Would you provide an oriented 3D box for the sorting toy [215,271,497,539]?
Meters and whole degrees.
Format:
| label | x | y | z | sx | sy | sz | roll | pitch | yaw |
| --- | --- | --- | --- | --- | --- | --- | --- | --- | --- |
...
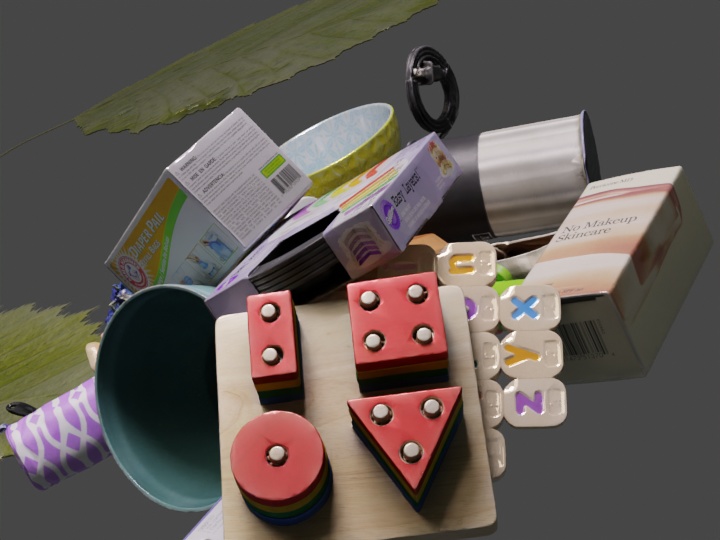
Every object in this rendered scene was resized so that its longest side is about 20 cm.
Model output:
| label | x | y | z | sx | sy | sz | roll | pitch | yaw |
| --- | --- | --- | --- | --- | --- | --- | --- | --- | --- |
| sorting toy | -0.010 | 0.100 | 0.995 | 0.198 | 0.070 | 0.201 | -7 | 59 | 2 |

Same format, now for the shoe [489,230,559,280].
| label | x | y | z | sx | sy | sz | roll | pitch | yaw |
| --- | --- | --- | --- | --- | --- | --- | --- | --- | --- |
| shoe | 0.148 | -0.010 | 1.316 | 0.199 | 0.054 | 0.070 | -6 | 30 | 44 |

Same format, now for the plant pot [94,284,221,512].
| label | x | y | z | sx | sy | sz | roll | pitch | yaw |
| --- | --- | --- | --- | --- | --- | --- | --- | --- | --- |
| plant pot | -0.127 | 0.106 | 1.236 | 0.199 | 0.203 | 0.134 | -12 | 0 | 35 |

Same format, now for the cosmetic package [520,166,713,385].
| label | x | y | z | sx | sy | sz | roll | pitch | yaw |
| --- | --- | --- | --- | --- | --- | --- | --- | --- | --- |
| cosmetic package | 0.218 | 0.002 | 1.155 | 0.103 | 0.088 | 0.200 | -11 | 26 | 37 |

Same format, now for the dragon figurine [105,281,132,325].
| label | x | y | z | sx | sy | sz | roll | pitch | yaw |
| --- | --- | --- | --- | --- | --- | --- | --- | --- | --- |
| dragon figurine | -0.197 | 0.052 | 1.413 | 0.099 | 0.060 | 0.199 | 3 | 6 | -35 |

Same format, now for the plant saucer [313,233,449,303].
| label | x | y | z | sx | sy | sz | roll | pitch | yaw |
| --- | --- | --- | --- | --- | --- | --- | --- | --- | --- |
| plant saucer | 0.000 | 0.000 | 1.305 | 0.198 | 0.038 | 0.200 | -13 | 3 | 1 |

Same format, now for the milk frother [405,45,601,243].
| label | x | y | z | sx | sy | sz | roll | pitch | yaw |
| --- | --- | --- | --- | --- | --- | --- | --- | --- | --- |
| milk frother | 0.144 | -0.139 | 1.386 | 0.186 | 0.202 | 0.181 | -8 | 16 | 16 |

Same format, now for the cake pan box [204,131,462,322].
| label | x | y | z | sx | sy | sz | roll | pitch | yaw |
| --- | --- | --- | --- | --- | --- | --- | --- | --- | --- |
| cake pan box | -0.021 | -0.028 | 1.137 | 0.183 | 0.053 | 0.200 | -30 | 11 | 29 |

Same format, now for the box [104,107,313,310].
| label | x | y | z | sx | sy | sz | roll | pitch | yaw |
| --- | --- | --- | --- | --- | --- | --- | --- | --- | --- |
| box | -0.149 | -0.042 | 1.285 | 0.113 | 0.101 | 0.200 | -47 | 1 | -37 |

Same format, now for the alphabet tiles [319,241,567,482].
| label | x | y | z | sx | sy | sz | roll | pitch | yaw |
| --- | --- | --- | --- | --- | --- | --- | --- | --- | --- |
| alphabet tiles | 0.062 | 0.070 | 1.057 | 0.193 | 0.015 | 0.202 | -3 | 63 | 6 |

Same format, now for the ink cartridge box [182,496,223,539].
| label | x | y | z | sx | sy | sz | roll | pitch | yaw |
| --- | --- | --- | --- | --- | --- | --- | --- | --- | --- |
| ink cartridge box | -0.079 | 0.242 | 1.027 | 0.199 | 0.044 | 0.198 | -2 | 33 | 44 |

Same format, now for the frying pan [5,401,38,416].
| label | x | y | z | sx | sy | sz | roll | pitch | yaw |
| --- | --- | --- | --- | --- | --- | --- | --- | --- | --- |
| frying pan | -0.368 | 0.180 | 1.545 | 0.189 | 0.031 | 0.115 | -18 | 23 | 34 |

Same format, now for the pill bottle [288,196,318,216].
| label | x | y | z | sx | sy | sz | roll | pitch | yaw |
| --- | --- | --- | --- | --- | --- | --- | --- | --- | --- |
| pill bottle | -0.127 | -0.029 | 1.621 | 0.199 | 0.110 | 0.110 | -9 | 28 | 42 |

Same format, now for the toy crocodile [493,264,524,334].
| label | x | y | z | sx | sy | sz | roll | pitch | yaw |
| --- | --- | --- | --- | --- | --- | --- | --- | --- | --- |
| toy crocodile | 0.088 | 0.041 | 1.279 | 0.198 | 0.062 | 0.068 | -10 | 26 | 29 |

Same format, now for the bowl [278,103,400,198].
| label | x | y | z | sx | sy | sz | roll | pitch | yaw |
| --- | --- | --- | --- | --- | --- | --- | --- | --- | --- |
| bowl | -0.026 | -0.115 | 1.696 | 0.198 | 0.108 | 0.201 | -23 | 21 | 10 |

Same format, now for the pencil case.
| label | x | y | z | sx | sy | sz | roll | pitch | yaw |
| --- | --- | --- | --- | --- | --- | --- | --- | --- | --- |
| pencil case | -0.278 | 0.156 | 1.429 | 0.199 | 0.085 | 0.085 | -28 | -1 | -5 |

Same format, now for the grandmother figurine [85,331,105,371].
| label | x | y | z | sx | sy | sz | roll | pitch | yaw |
| --- | --- | --- | --- | --- | --- | --- | --- | --- | --- |
| grandmother figurine | -0.224 | 0.055 | 1.533 | 0.199 | 0.121 | 0.061 | -33 | 61 | 21 |

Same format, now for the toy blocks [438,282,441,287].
| label | x | y | z | sx | sy | sz | roll | pitch | yaw |
| --- | --- | --- | --- | --- | --- | --- | --- | --- | --- |
| toy blocks | 0.022 | 0.098 | 1.135 | 0.199 | 0.100 | 0.137 | -38 | -19 | -18 |
